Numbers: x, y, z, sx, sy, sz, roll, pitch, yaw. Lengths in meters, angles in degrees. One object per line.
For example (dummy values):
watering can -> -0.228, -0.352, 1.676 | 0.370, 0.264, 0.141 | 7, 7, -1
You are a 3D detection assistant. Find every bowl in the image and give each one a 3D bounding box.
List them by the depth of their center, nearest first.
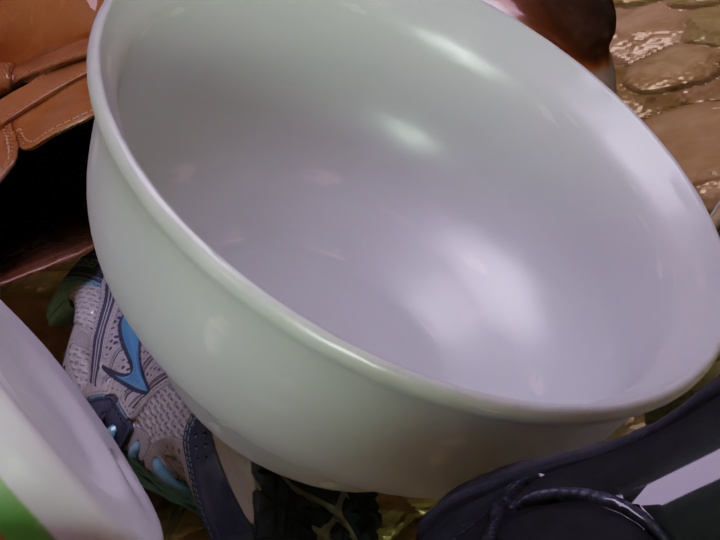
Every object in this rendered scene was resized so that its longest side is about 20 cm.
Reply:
bowl -> 0.000, 0.000, 0.874 | 0.200, 0.091, 0.202 | 20, 35, -14

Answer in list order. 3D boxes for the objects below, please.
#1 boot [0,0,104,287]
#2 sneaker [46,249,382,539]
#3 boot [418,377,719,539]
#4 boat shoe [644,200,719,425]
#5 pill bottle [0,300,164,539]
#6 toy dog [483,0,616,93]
boot -> -0.140, -0.025, 1.049 | 0.200, 0.077, 0.155 | -39, 32, 9
sneaker -> -0.054, 0.049, 0.966 | 0.086, 0.078, 0.200 | -34, 31, 8
boot -> 0.065, 0.084, 0.687 | 0.164, 0.066, 0.200 | -25, 5, 19
boat shoe -> 0.144, -0.012, 0.978 | 0.073, 0.063, 0.201 | 7, 35, 31
pill bottle -> -0.162, 0.096, 0.823 | 0.200, 0.111, 0.111 | -38, 30, 4
toy dog -> 0.012, -0.073, 1.094 | 0.193, 0.140, 0.200 | 11, 14, -33
